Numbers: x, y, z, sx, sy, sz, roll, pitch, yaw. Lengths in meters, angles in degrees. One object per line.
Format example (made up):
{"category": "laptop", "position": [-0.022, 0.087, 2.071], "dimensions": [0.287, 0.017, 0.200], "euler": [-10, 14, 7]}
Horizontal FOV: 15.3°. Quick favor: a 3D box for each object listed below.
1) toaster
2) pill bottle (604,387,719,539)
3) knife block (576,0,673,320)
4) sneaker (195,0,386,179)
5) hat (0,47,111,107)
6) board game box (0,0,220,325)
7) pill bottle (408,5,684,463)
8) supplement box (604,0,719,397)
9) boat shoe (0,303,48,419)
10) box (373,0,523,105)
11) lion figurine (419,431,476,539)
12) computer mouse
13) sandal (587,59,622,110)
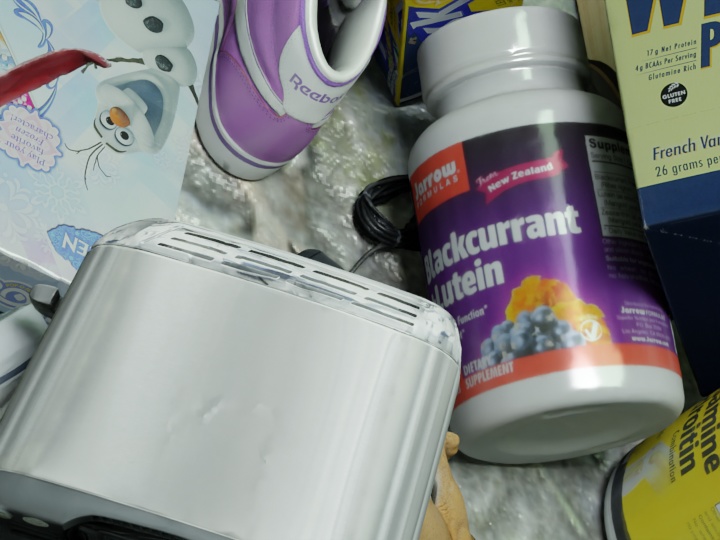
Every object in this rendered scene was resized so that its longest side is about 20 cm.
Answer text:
{"category": "toaster", "position": [-0.042, 0.066, 1.030], "dimensions": [0.199, 0.114, 0.130], "euler": [17, 73, 5]}
{"category": "pill bottle", "position": [0.215, 0.091, 1.261], "dimensions": [0.112, 0.200, 0.112], "euler": [22, 49, -27]}
{"category": "knife block", "position": [0.168, -0.065, 1.433], "dimensions": [0.200, 0.064, 0.176], "euler": [48, 42, -1]}
{"category": "sneaker", "position": [-0.028, -0.152, 1.298], "dimensions": [0.072, 0.114, 0.201], "euler": [14, 52, -30]}
{"category": "hat", "position": [-0.240, -0.033, 0.986], "dimensions": [0.166, 0.176, 0.200], "euler": [42, 42, -5]}
{"category": "board game box", "position": [-0.168, -0.084, 1.184], "dimensions": [0.200, 0.043, 0.199], "euler": [28, 46, -22]}
{"category": "pill bottle", "position": [0.083, -0.018, 1.275], "dimensions": [0.111, 0.111, 0.201], "euler": [5, 67, -37]}
{"category": "supplement box", "position": [0.198, -0.078, 1.276], "dimensions": [0.200, 0.134, 0.200], "euler": [61, 20, -61]}
{"category": "boat shoe", "position": [-0.187, 0.086, 1.041], "dimensions": [0.200, 0.073, 0.067], "euler": [-38, 102, -38]}
{"category": "box", "position": [0.038, -0.154, 1.292], "dimensions": [0.070, 0.200, 0.064], "euler": [-22, 72, -8]}
{"category": "lion figurine", "position": [0.016, 0.106, 1.145], "dimensions": [0.200, 0.072, 0.123], "euler": [48, 23, -46]}
{"category": "computer mouse", "position": [0.000, 0.000, 1.271], "dimensions": [0.059, 0.034, 0.200], "euler": [46, 42, -2]}
{"category": "sandal", "position": [0.111, -0.023, 1.364], "dimensions": [0.054, 0.082, 0.201], "euler": [5, 63, -11]}
